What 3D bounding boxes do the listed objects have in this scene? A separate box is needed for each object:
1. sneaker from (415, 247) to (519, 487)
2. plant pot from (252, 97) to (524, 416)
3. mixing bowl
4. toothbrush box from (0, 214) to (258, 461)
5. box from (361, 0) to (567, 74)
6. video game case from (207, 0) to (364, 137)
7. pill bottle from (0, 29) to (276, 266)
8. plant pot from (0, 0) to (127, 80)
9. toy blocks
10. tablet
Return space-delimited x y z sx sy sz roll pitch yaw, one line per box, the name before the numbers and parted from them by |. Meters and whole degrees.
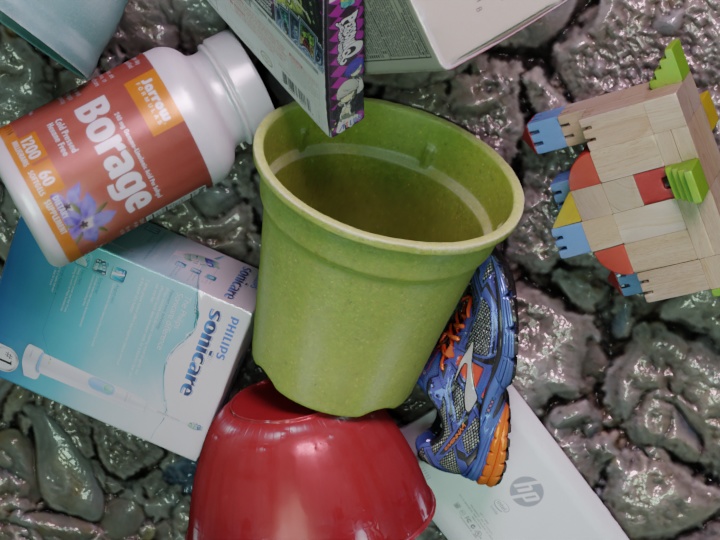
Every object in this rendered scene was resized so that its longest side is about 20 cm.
sneaker | 0.082 0.074 1.355 0.078 0.075 0.201 4 104 1
plant pot | 0.000 0.000 1.297 0.200 0.201 0.185 19 122 4
mixing bowl | -0.046 0.147 1.356 0.199 0.200 0.109 -4 109 13
toothbrush box | -0.189 0.041 1.401 0.199 0.085 0.147 23 114 3
box | 0.031 -0.211 1.179 0.109 0.200 0.128 -31 107 -18
video game case | -0.067 -0.215 1.195 0.200 0.036 0.182 49 159 28
pill bottle | -0.166 -0.096 1.296 0.200 0.112 0.112 -30 105 -8
plant pot | -0.239 -0.249 1.250 0.200 0.200 0.134 35 88 -4
toy blocks | 0.199 -0.053 1.290 0.136 0.100 0.200 -14 108 29
tablet | 0.121 0.189 1.439 0.130 0.014 0.200 -33 103 21
